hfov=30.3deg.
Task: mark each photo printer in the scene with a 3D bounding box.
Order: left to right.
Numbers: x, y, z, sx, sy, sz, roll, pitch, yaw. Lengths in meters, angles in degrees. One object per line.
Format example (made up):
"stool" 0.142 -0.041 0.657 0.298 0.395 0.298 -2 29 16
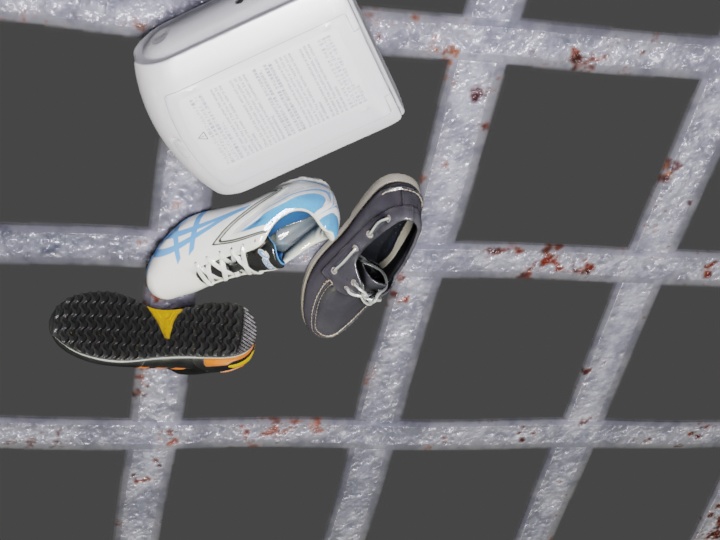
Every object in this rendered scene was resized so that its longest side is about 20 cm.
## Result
"photo printer" -0.081 -0.159 1.120 0.198 0.070 0.167 -24 132 8

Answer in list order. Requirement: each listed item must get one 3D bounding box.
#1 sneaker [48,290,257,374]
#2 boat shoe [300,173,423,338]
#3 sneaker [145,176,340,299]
"sneaker" -0.200 0.073 1.291 0.197 0.071 0.090 3 153 -4
"boat shoe" 0.000 0.000 1.281 0.072 0.063 0.201 16 125 -26
"sneaker" -0.112 -0.022 1.230 0.198 0.073 0.072 -25 133 10
